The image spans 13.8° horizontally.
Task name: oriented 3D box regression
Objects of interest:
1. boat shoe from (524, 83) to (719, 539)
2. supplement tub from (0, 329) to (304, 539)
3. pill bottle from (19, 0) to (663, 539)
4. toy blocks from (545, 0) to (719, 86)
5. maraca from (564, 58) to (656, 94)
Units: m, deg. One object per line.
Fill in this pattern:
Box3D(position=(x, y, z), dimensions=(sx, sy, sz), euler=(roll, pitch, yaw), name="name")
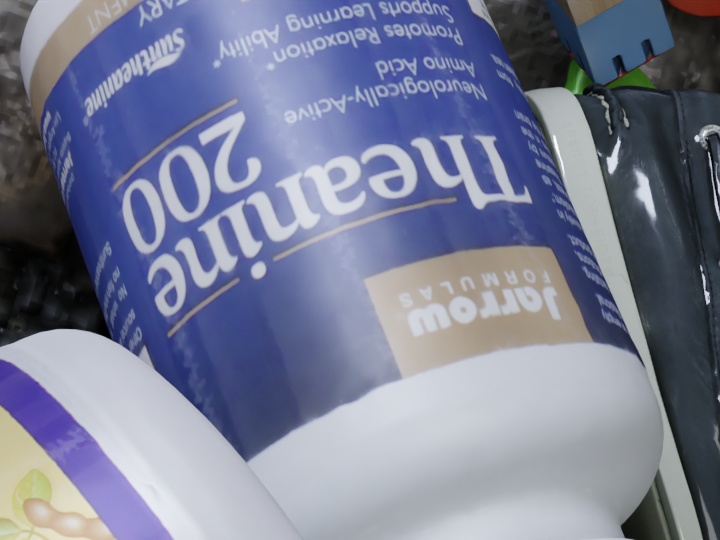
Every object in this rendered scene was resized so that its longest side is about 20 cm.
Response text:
Box3D(position=(0.092, 0.045, 0.769), dimensions=(0.066, 0.075, 0.200), euler=(-12, 77, -14), name="boat shoe")
Box3D(position=(-0.098, 0.119, 0.563), dimensions=(0.200, 0.145, 0.146), euler=(-33, 97, -17), name="supplement tub")
Box3D(position=(0.002, 0.016, 0.677), dimensions=(0.110, 0.111, 0.201), euler=(-14, 66, -17), name="pill bottle")
Box3D(position=(0.111, -0.121, 0.818), dimensions=(0.199, 0.100, 0.137), euler=(-29, 136, -3), name="toy blocks")
Box3D(position=(0.118, 0.009, 0.845), dimensions=(0.199, 0.107, 0.138), euler=(17, 73, 4), name="maraca")
